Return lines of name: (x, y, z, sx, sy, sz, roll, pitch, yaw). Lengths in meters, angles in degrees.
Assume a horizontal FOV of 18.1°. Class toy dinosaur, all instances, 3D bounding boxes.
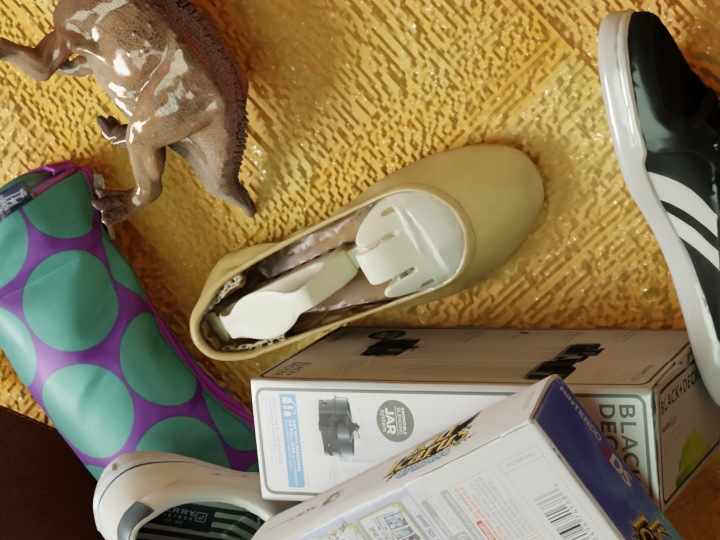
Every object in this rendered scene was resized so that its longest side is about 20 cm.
toy dinosaur: (-0.096, -0.109, 1.088, 0.135, 0.086, 0.200, -32, 103, 24)

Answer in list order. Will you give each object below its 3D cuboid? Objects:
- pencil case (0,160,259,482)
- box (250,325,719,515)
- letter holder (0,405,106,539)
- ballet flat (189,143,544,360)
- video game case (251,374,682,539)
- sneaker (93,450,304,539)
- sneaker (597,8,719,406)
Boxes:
pencil case: (-0.128, 0.041, 1.161, 0.092, 0.085, 0.201, -34, 98, 2)
box: (0.062, 0.068, 1.071, 0.199, 0.117, 0.061, -1, 102, 22)
letter holder: (-0.198, 0.153, 1.196, 0.199, 0.142, 0.101, 24, 119, -1)
ballet flat: (0.000, 0.000, 1.102, 0.199, 0.063, 0.069, -26, 101, 30)
video game case: (0.072, 0.166, 1.021, 0.181, 0.045, 0.200, -30, 104, 33)
sneaker: (-0.032, 0.137, 1.110, 0.198, 0.071, 0.074, 6, 109, -17)
sneaker: (0.186, -0.037, 1.008, 0.111, 0.073, 0.201, -14, 114, 24)
